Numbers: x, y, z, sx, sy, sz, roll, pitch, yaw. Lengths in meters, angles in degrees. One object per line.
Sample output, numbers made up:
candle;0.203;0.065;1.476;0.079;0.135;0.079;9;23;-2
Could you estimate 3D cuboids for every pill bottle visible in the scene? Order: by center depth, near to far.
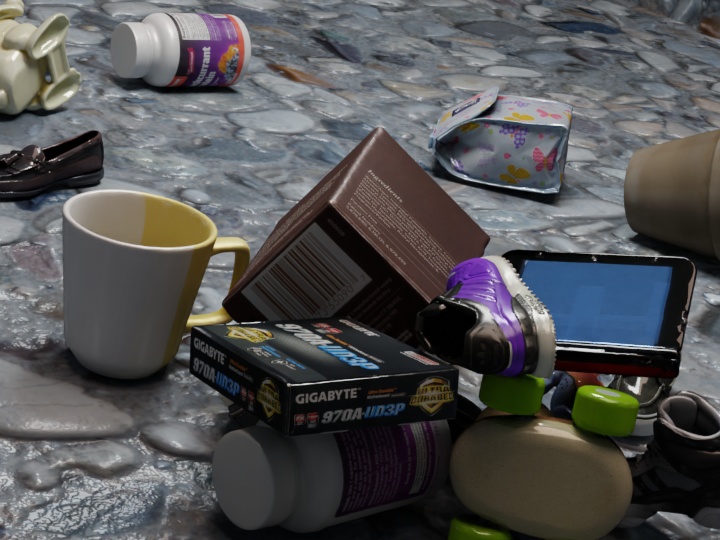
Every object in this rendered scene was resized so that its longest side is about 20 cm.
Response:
pill bottle;-0.025;0.162;1.465;0.199;0.113;0.112;-8;28;-43
pill bottle;-0.277;-0.337;2.619;0.199;0.112;0.111;-6;27;-37

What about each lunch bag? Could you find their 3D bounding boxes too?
lunch bag;0.206;-0.197;2.505;0.198;0.128;0.170;8;18;8

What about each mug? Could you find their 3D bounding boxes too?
mug;-0.207;0.023;1.666;0.185;0.154;0.150;11;20;-4

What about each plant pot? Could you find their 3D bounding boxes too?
plant pot;0.463;-0.105;2.355;0.172;0.202;0.200;3;14;30

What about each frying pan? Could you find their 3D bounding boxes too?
frying pan;0.055;0.116;1.592;0.114;0.031;0.190;6;-28;40

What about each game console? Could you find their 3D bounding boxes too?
game console;0.192;0.034;1.566;0.198;0.120;0.172;2;-5;23

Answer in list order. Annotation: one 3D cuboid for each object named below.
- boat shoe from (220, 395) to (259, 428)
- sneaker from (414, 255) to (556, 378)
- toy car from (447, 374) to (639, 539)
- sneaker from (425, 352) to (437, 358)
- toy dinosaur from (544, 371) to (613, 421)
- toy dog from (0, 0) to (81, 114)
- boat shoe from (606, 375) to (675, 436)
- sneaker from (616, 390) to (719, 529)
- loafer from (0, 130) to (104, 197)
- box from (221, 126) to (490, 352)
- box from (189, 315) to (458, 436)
boat shoe;-0.069;0.119;1.660;0.063;0.072;0.200;60;25;3
sneaker;0.090;0.036;1.457;0.099;0.070;0.200;-3;17;-15
toy car;0.157;0.164;1.519;0.157;0.166;0.200;12;8;2
sneaker;0.061;0.057;1.853;0.099;0.071;0.200;19;17;28
toy dinosaur;0.227;0.119;1.673;0.104;0.200;0.182;23;45;-16
toy dog;-0.516;-0.292;2.381;0.199;0.140;0.194;25;61;27
boat shoe;0.300;0.113;1.825;0.072;0.071;0.200;16;22;11
sneaker;0.266;0.167;1.539;0.199;0.115;0.075;-2;25;35
loafer;-0.395;-0.135;2.098;0.072;0.063;0.199;26;25;33
box;0.000;0.000;1.647;0.164;0.166;0.200;44;29;-7
box;-0.035;0.085;1.438;0.158;0.046;0.200;-3;13;-28
